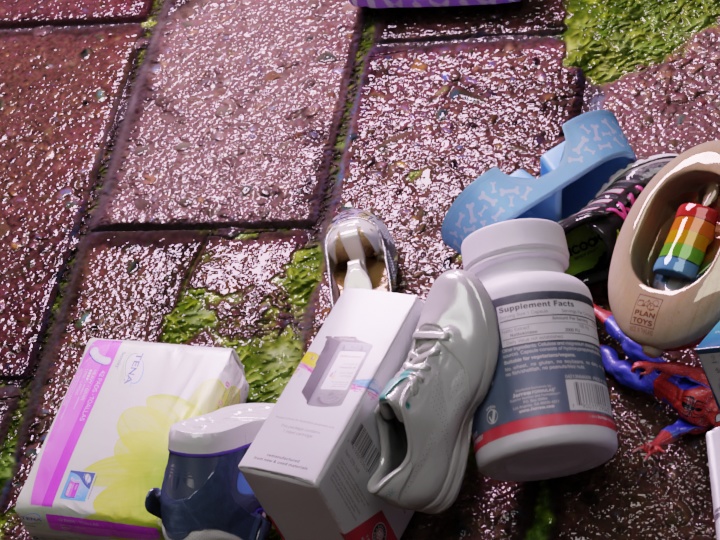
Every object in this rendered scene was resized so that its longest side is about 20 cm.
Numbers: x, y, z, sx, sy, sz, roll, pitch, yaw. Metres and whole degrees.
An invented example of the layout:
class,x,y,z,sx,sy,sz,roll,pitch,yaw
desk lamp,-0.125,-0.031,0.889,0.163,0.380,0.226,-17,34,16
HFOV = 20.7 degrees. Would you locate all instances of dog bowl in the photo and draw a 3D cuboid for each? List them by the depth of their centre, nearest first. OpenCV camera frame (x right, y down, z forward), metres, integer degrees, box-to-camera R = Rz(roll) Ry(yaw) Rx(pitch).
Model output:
class,x,y,z,sx,sy,sz,roll,pitch,yaw
dog bowl,0.169,-0.068,1.814,0.200,0.112,0.050,-32,62,-13

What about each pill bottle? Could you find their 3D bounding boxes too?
class,x,y,z,sx,sy,sz,roll,pitch,yaw
pill bottle,0.142,0.066,1.654,0.119,0.120,0.200,-10,69,7

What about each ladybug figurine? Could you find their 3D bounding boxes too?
class,x,y,z,sx,sy,sz,roll,pitch,yaw
ladybug figurine,0.284,-0.013,1.663,0.136,0.072,0.200,16,73,42

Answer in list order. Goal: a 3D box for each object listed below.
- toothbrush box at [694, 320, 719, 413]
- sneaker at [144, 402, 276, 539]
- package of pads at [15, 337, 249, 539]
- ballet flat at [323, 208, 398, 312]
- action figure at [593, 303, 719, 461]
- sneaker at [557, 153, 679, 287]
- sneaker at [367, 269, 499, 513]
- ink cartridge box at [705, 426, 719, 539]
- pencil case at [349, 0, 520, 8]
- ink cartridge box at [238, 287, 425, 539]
class,x,y,z,sx,sy,sz,roll,pitch,yaw
toothbrush box,0.381,0.043,1.564,0.146,0.085,0.200,-8,22,42
sneaker,-0.097,0.195,1.684,0.080,0.147,0.200,5,7,34
package of pads,-0.196,0.153,1.749,0.154,0.068,0.200,4,52,20
ballet flat,0.000,0.000,1.826,0.072,0.072,0.201,-13,47,5
action figure,0.228,0.091,1.669,0.200,0.065,0.099,32,31,34
sneaker,0.227,-0.035,1.767,0.200,0.074,0.087,-31,13,-7
sneaker,0.052,0.093,1.591,0.075,0.088,0.200,2,80,49
ink cartridge box,0.350,0.216,1.526,0.146,0.084,0.200,-7,48,10
pencil case,0.080,-0.319,2.069,0.200,0.086,0.084,-2,51,15
ink cartridge box,0.000,0.137,1.651,0.085,0.148,0.200,6,51,33
